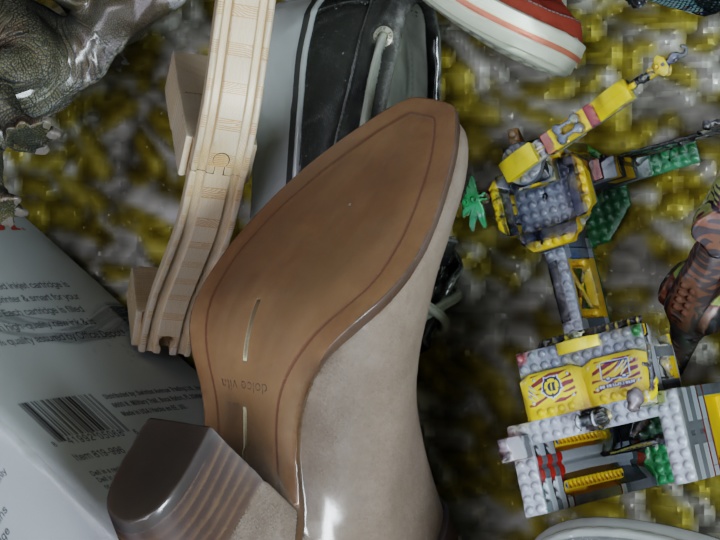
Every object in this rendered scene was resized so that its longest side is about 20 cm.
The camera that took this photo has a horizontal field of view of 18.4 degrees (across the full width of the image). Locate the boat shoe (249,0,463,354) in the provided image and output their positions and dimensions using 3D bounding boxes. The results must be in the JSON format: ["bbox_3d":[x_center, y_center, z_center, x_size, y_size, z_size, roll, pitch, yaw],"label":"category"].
[{"bbox_3d":[0.000,0.000,0.783,0.063,0.071,0.202,-2,87,28],"label":"boat shoe"}]

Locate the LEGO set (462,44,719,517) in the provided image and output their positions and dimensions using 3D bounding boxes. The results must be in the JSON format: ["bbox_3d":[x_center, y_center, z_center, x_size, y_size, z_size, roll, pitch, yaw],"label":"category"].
[{"bbox_3d":[0.117,0.002,0.696,0.199,0.116,0.155,-6,87,26],"label":"LEGO set"}]

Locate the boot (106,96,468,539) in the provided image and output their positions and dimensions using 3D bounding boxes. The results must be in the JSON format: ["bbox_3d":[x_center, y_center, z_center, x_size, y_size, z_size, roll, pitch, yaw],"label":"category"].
[{"bbox_3d":[-0.002,0.063,0.730,0.070,0.146,0.200,18,62,44],"label":"boot"}]

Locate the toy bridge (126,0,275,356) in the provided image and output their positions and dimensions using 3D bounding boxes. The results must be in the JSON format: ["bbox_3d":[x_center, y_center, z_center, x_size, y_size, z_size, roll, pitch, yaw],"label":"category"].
[{"bbox_3d":[-0.052,-0.053,0.776,0.027,0.067,0.201,7,122,-14],"label":"toy bridge"}]

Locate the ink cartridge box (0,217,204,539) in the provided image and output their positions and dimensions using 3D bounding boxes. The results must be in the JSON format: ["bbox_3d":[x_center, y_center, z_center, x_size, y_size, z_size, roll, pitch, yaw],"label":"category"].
[{"bbox_3d":[-0.128,0.059,0.806,0.200,0.146,0.083,41,108,22],"label":"ink cartridge box"}]

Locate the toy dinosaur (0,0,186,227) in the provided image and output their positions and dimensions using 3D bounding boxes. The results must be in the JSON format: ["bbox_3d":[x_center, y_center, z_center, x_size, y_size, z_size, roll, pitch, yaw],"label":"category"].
[{"bbox_3d":[-0.160,-0.080,0.826,0.198,0.077,0.103,1,54,-8],"label":"toy dinosaur"}]

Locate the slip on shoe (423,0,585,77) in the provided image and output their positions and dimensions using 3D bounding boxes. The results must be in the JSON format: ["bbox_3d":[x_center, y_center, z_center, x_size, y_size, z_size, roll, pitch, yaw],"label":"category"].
[{"bbox_3d":[0.017,-0.148,0.777,0.061,0.074,0.200,-42,67,17],"label":"slip on shoe"}]

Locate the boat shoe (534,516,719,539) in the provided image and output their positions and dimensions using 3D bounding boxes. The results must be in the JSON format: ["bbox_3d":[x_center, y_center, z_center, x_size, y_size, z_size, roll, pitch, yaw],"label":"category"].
[{"bbox_3d":[0.124,0.143,0.643,0.201,0.065,0.075,35,121,18],"label":"boat shoe"}]

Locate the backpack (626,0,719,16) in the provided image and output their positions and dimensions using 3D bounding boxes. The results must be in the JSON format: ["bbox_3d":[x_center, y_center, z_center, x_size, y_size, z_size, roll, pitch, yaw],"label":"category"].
[{"bbox_3d":[0.090,-0.168,0.665,0.150,0.200,0.179,1,91,27],"label":"backpack"}]
